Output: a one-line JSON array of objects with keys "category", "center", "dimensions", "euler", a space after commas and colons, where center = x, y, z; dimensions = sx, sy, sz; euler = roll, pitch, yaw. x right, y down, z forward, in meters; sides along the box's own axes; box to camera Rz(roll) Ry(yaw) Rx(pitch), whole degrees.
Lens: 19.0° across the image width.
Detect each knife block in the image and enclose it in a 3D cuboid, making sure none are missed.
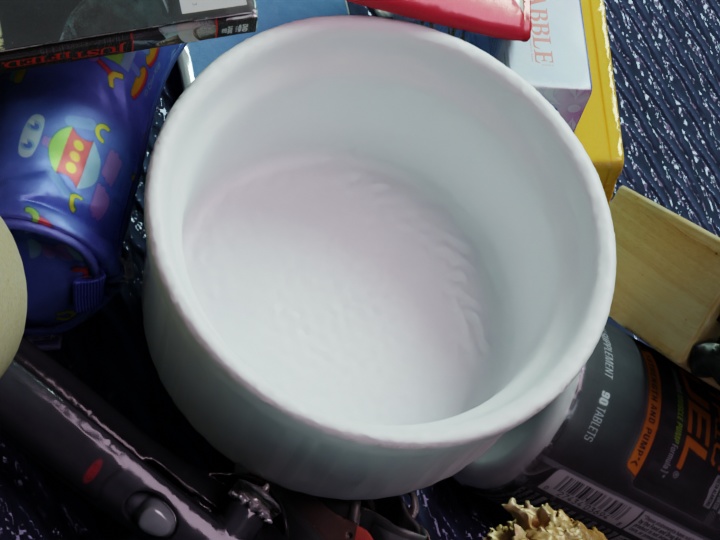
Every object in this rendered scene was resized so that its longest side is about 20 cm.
[{"category": "knife block", "center": [0.174, 0.020, 1.047], "dimensions": [0.200, 0.064, 0.175], "euler": [33, 4, 23]}]

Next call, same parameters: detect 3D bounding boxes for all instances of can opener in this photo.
[{"category": "can opener", "center": [-0.104, 0.081, 0.880], "dimensions": [0.200, 0.079, 0.063], "euler": [41, 1, -7]}]

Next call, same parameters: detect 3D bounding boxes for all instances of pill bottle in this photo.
[{"category": "pill bottle", "center": [0.143, 0.096, 1.098], "dimensions": [0.200, 0.106, 0.107], "euler": [28, 48, -31]}]

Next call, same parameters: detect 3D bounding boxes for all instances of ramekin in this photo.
[{"category": "ramekin", "center": [0.000, 0.000, 0.920], "dimensions": [0.199, 0.098, 0.201], "euler": [7, 62, -13]}]

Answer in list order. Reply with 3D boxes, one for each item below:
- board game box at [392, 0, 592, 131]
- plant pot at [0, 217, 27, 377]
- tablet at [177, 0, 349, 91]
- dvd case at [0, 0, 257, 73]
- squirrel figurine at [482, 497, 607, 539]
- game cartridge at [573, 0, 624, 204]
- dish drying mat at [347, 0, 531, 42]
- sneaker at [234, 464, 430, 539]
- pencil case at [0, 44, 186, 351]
[{"category": "board game box", "center": [0.061, -0.111, 1.075], "dimensions": [0.041, 0.200, 0.201], "euler": [4, 58, -11]}, {"category": "plant pot", "center": [-0.211, 0.022, 0.755], "dimensions": [0.188, 0.187, 0.200], "euler": [63, 26, 6]}, {"category": "tablet", "center": [-0.041, -0.084, 1.098], "dimensions": [0.130, 0.014, 0.201], "euler": [8, 62, -43]}, {"category": "dvd case", "center": [-0.151, -0.146, 0.852], "dimensions": [0.199, 0.022, 0.147], "euler": [-11, 73, -8]}, {"category": "squirrel figurine", "center": [0.105, 0.198, 0.939], "dimensions": [0.187, 0.141, 0.201], "euler": [-54, 147, -56]}, {"category": "game cartridge", "center": [0.099, -0.074, 1.105], "dimensions": [0.032, 0.200, 0.177], "euler": [1, 60, -7]}, {"category": "dish drying mat", "center": [-0.016, -0.152, 0.922], "dimensions": [0.199, 0.018, 0.077], "euler": [13, 60, -23]}, {"category": "sneaker", "center": [-0.005, 0.144, 0.937], "dimensions": [0.077, 0.082, 0.201], "euler": [9, 60, -42]}, {"category": "pencil case", "center": [-0.127, -0.064, 0.947], "dimensions": [0.086, 0.078, 0.201], "euler": [16, 51, -8]}]
